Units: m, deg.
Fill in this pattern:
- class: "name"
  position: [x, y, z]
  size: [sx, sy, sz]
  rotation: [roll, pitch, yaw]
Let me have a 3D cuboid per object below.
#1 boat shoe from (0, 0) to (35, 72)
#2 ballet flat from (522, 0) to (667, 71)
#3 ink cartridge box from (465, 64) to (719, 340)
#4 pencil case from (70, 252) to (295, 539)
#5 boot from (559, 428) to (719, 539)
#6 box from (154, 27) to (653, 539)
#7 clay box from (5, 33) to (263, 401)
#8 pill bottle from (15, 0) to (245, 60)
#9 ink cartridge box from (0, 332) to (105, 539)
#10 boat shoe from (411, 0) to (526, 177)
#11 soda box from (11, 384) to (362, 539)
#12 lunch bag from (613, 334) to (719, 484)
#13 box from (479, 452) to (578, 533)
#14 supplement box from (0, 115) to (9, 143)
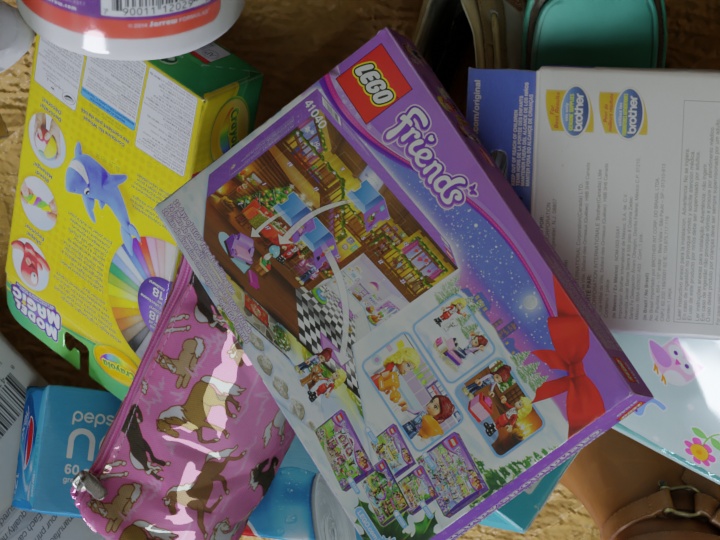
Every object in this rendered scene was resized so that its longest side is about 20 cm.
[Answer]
- class: "boat shoe"
  position: [-0.249, -0.093, 1.256]
  size: [0.200, 0.074, 0.067]
  rotation: [-10, 166, 35]
- class: "ballet flat"
  position: [0.105, -0.143, 1.152]
  size: [0.067, 0.070, 0.201]
  rotation: [-3, 115, 4]
- class: "ink cartridge box"
  position: [0.145, -0.030, 1.115]
  size: [0.199, 0.042, 0.120]
  rotation: [3, 97, 11]
- class: "pencil case"
  position: [-0.069, 0.052, 1.214]
  size: [0.083, 0.086, 0.200]
  rotation: [34, 109, 24]
- class: "boot"
  position: [0.138, 0.122, 1.301]
  size: [0.199, 0.155, 0.074]
  rotation: [10, 129, 2]
- class: "box"
  position: [0.017, 0.013, 1.102]
  size: [0.137, 0.039, 0.200]
  rotation: [-37, 74, 13]
- class: "clay box"
  position: [-0.118, -0.035, 1.254]
  size: [0.115, 0.048, 0.200]
  rotation: [35, 131, 27]
- class: "pill bottle"
  position: [-0.104, -0.205, 1.119]
  size: [0.111, 0.112, 0.200]
  rotation: [7, 128, 4]
- class: "ink cartridge box"
  position: [-0.216, 0.129, 1.365]
  size: [0.200, 0.144, 0.084]
  rotation: [50, 155, -25]
- class: "boat shoe"
  position: [0.033, -0.045, 1.166]
  size: [0.075, 0.201, 0.068]
  rotation: [-1, 155, 37]
- class: "soda box"
  position: [-0.080, 0.106, 1.336]
  size: [0.199, 0.068, 0.064]
  rotation: [8, 175, -17]
- class: "lunch bag"
  position: [0.158, 0.017, 1.227]
  size: [0.200, 0.077, 0.161]
  rotation: [30, 138, 28]
- class: "box"
  position: [0.059, 0.076, 1.215]
  size: [0.049, 0.200, 0.082]
  rotation: [37, 80, -7]
- class: "supplement box"
  position: [-0.274, -0.112, 1.164]
  size: [0.131, 0.103, 0.200]
  rotation: [-36, 75, 31]
